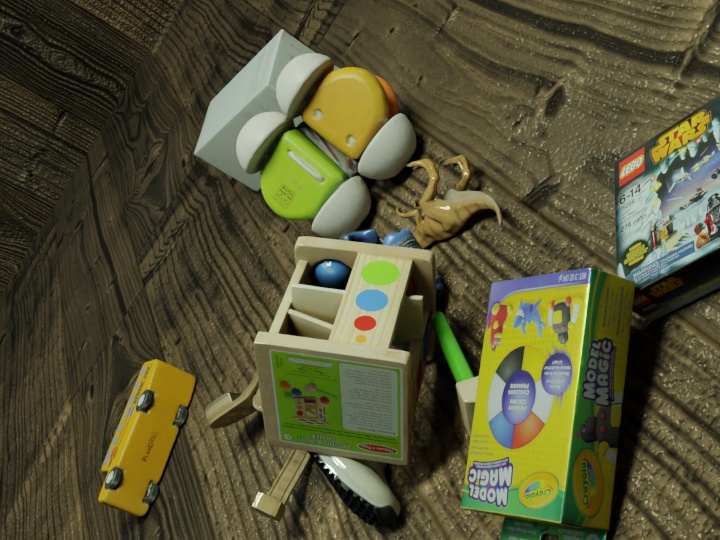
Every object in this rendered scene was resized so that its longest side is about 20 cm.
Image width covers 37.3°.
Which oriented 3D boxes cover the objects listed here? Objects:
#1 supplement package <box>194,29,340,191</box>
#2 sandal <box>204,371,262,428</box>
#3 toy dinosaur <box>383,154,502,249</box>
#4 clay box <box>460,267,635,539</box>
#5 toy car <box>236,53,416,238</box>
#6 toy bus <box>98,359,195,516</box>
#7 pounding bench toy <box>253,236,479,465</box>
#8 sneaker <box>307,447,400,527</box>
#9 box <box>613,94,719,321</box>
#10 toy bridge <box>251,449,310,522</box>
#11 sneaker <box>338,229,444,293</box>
[{"bbox_3d":[-0.131,-0.226,1.536,0.200,0.117,0.118,-33,37,43],"label":"supplement package"},{"bbox_3d":[-0.086,0.140,1.157,0.212,0.078,0.070,-37,67,35],"label":"sandal"},{"bbox_3d":[0.092,-0.063,1.052,0.200,0.060,0.107,-29,64,56],"label":"toy dinosaur"},{"bbox_3d":[0.130,0.104,0.761,0.115,0.048,0.201,-12,64,59],"label":"clay box"},{"bbox_3d":[-0.032,-0.148,1.261,0.200,0.175,0.150,-53,-8,17],"label":"toy car"},{"bbox_3d":[-0.287,0.221,1.418,0.078,0.065,0.200,-17,49,56],"label":"toy bus"},{"bbox_3d":[0.030,0.065,0.918,0.156,0.199,0.124,-70,-17,-47],"label":"pounding bench toy"},{"bbox_3d":[-0.008,0.141,0.971,0.093,0.070,0.200,-36,43,-11],"label":"sneaker"},{"bbox_3d":[0.263,-0.065,0.739,0.200,0.040,0.137,-35,35,42],"label":"box"},{"bbox_3d":[-0.053,0.154,1.070,0.067,0.027,0.200,79,-149,-66],"label":"toy bridge"},{"bbox_3d":[0.000,0.000,1.078,0.077,0.085,0.200,-27,9,-41],"label":"sneaker"}]
